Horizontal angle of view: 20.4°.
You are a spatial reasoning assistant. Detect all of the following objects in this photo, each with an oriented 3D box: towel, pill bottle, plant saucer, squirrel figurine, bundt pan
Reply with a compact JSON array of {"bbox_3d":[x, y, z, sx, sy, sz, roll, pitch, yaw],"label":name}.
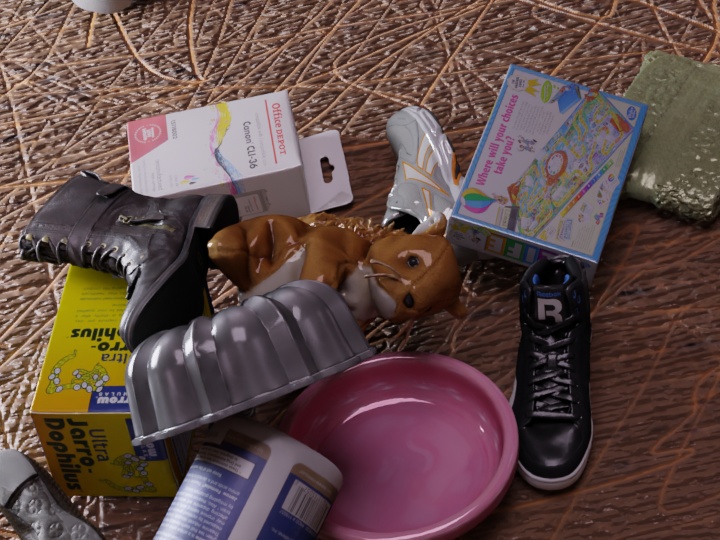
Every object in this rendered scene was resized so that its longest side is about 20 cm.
[{"bbox_3d":[0.299,-0.127,1.853,0.147,0.037,0.200,16,50,23],"label":"towel"},{"bbox_3d":[-0.103,0.218,1.502,0.110,0.111,0.201,20,74,27],"label":"pill bottle"},{"bbox_3d":[0.030,0.154,1.613,0.198,0.051,0.202,-6,44,5],"label":"plant saucer"},{"bbox_3d":[0.000,0.000,1.676,0.185,0.143,0.200,-11,13,20],"label":"squirrel figurine"},{"bbox_3d":[-0.092,0.064,1.521,0.200,0.076,0.202,-22,0,0],"label":"bundt pan"}]

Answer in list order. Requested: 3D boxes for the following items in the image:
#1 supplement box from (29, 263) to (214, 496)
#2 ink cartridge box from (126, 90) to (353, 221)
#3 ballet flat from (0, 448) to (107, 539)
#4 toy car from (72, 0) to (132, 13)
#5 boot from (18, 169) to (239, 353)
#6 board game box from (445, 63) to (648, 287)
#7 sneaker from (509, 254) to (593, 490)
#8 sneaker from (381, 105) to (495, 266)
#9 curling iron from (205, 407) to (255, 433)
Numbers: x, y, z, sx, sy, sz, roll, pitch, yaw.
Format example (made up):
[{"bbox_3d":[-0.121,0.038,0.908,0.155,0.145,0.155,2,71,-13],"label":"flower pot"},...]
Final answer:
[{"bbox_3d":[-0.196,0.079,1.686,0.108,0.109,0.201,-1,45,9],"label":"supplement box"},{"bbox_3d":[-0.114,-0.100,1.879,0.198,0.068,0.117,-12,45,-1],"label":"ink cartridge box"},{"bbox_3d":[-0.241,0.220,1.606,0.067,0.046,0.200,-42,53,-5],"label":"ballet flat"},{"bbox_3d":[-0.282,-0.374,2.143,0.199,0.177,0.150,18,14,26],"label":"toy car"},{"bbox_3d":[-0.207,-0.008,1.659,0.173,0.070,0.201,7,40,20],"label":"boot"},{"bbox_3d":[0.167,-0.088,1.766,0.133,0.034,0.201,18,51,7],"label":"board game box"},{"bbox_3d":[0.151,0.070,1.629,0.072,0.112,0.201,-2,45,10],"label":"sneaker"},{"bbox_3d":[0.051,-0.073,1.822,0.091,0.076,0.201,-23,45,-6],"label":"sneaker"},{"bbox_3d":[-0.084,0.070,1.730,0.049,0.026,0.201,-26,26,41],"label":"curling iron"}]
